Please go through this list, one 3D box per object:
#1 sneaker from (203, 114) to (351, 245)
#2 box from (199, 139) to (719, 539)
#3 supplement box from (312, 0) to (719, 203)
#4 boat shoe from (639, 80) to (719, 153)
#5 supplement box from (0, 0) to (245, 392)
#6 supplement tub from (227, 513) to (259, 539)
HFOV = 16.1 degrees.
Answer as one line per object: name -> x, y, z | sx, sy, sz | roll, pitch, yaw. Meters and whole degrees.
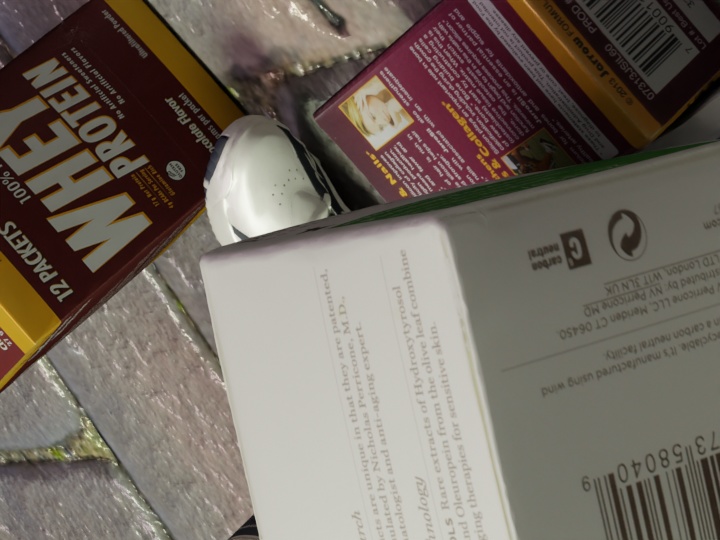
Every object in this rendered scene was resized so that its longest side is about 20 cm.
sneaker -> 0.000, 0.000, 1.421 | 0.129, 0.079, 0.199 | 13, 135, 42
box -> 0.073, 0.060, 1.070 | 0.171, 0.199, 0.200 | -10, 94, 52
supplement box -> 0.077, -0.090, 1.216 | 0.110, 0.086, 0.200 | 50, 148, -3
boat shoe -> 0.148, -0.032, 1.217 | 0.068, 0.072, 0.200 | 51, 142, -2
supplement box -> -0.195, -0.034, 1.505 | 0.133, 0.200, 0.197 | 48, 149, -1
supplement tub -> 0.004, 0.176, 1.495 | 0.140, 0.200, 0.140 | 31, 146, 25
